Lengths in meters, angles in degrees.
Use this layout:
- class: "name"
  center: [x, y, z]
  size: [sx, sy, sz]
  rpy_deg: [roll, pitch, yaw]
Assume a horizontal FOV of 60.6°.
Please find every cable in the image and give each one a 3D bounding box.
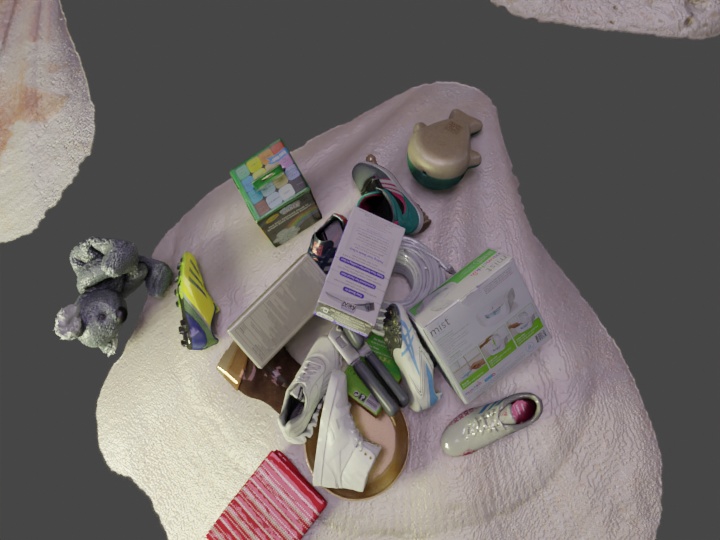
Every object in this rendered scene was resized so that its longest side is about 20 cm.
- class: "cable"
  center: [0.064, 0.026, 1.171]
  size: [0.199, 0.070, 0.200]
  rpy_deg: [-39, 67, -17]

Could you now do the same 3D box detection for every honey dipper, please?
- class: "honey dipper"
  center: [0.073, -0.164, 1.255]
  size: [0.038, 0.038, 0.202]
  rpy_deg: [-34, 72, -4]

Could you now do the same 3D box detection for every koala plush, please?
- class: "koala plush"
  center: [-0.499, 0.055, 1.197]
  size: [0.178, 0.177, 0.206]
  rpy_deg: [7, 75, 20]

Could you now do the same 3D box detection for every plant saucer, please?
- class: "plant saucer"
  center: [-0.006, 0.312, 1.127]
  size: [0.193, 0.036, 0.207]
  rpy_deg: [-2, 73, 6]

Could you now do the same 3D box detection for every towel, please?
- class: "towel"
  center: [-0.169, 0.449, 1.115]
  size: [0.144, 0.023, 0.201]
  rpy_deg: [39, 83, 13]

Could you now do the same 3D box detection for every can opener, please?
- class: "can opener"
  center: [0.012, 0.166, 1.099]
  size: [0.052, 0.067, 0.201]
  rpy_deg: [-31, 70, -18]

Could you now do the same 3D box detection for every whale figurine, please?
- class: "whale figurine"
  center: [0.173, -0.244, 1.248]
  size: [0.156, 0.105, 0.201]
  rpy_deg: [29, 55, 14]

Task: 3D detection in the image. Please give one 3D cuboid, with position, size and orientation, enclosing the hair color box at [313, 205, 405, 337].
- class: "hair color box"
  center: [0.000, 0.000, 1.097]
  size: [0.107, 0.065, 0.204]
  rpy_deg: [22, 61, -4]

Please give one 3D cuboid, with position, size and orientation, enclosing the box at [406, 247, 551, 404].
- class: "box"
  center: [0.209, 0.096, 1.089]
  size: [0.198, 0.097, 0.179]
  rpy_deg: [-36, 110, -5]

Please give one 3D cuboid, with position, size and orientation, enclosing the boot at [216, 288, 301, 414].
- class: "boot"
  center: [-0.164, 0.155, 1.188]
  size: [0.164, 0.072, 0.203]
  rpy_deg: [30, 75, 0]

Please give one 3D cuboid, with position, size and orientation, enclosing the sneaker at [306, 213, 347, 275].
- class: "sneaker"
  center: [-0.084, -0.024, 1.207]
  size: [0.073, 0.085, 0.204]
  rpy_deg: [24, 78, 12]

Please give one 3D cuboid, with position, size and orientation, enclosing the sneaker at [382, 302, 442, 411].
- class: "sneaker"
  center: [0.092, 0.148, 1.089]
  size: [0.071, 0.071, 0.206]
  rpy_deg: [-23, 105, -21]

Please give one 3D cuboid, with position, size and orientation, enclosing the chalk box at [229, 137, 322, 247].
- class: "chalk box"
  center: [-0.165, -0.156, 1.193]
  size: [0.122, 0.201, 0.126]
  rpy_deg: [-30, 72, -4]

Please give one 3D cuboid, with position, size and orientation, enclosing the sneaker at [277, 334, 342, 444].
- class: "sneaker"
  center: [-0.091, 0.207, 1.114]
  size: [0.073, 0.081, 0.205]
  rpy_deg: [12, 67, 23]

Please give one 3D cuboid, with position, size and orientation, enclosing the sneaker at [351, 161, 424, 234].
- class: "sneaker"
  center: [0.025, -0.143, 1.198]
  size: [0.200, 0.119, 0.085]
  rpy_deg: [46, 118, 26]

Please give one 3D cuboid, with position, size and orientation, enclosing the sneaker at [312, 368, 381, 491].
- class: "sneaker"
  center: [-0.015, 0.280, 1.077]
  size: [0.112, 0.074, 0.207]
  rpy_deg: [8, 91, 6]

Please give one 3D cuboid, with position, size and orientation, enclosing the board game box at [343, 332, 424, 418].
- class: "board game box"
  center: [0.047, 0.163, 1.148]
  size: [0.094, 0.030, 0.202]
  rpy_deg: [31, 68, 16]

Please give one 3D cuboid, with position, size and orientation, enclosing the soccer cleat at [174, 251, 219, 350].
- class: "soccer cleat"
  center: [-0.326, 0.061, 1.233]
  size: [0.081, 0.065, 0.206]
  rpy_deg: [-2, 67, -25]

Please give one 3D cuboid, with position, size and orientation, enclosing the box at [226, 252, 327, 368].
- class: "box"
  center: [-0.144, 0.072, 1.122]
  size: [0.200, 0.078, 0.095]
  rpy_deg: [-43, 98, -13]

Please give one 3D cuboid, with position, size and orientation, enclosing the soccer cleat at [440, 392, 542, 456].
- class: "soccer cleat"
  center: [0.230, 0.266, 1.087]
  size: [0.195, 0.087, 0.071]
  rpy_deg: [-25, 72, -1]
